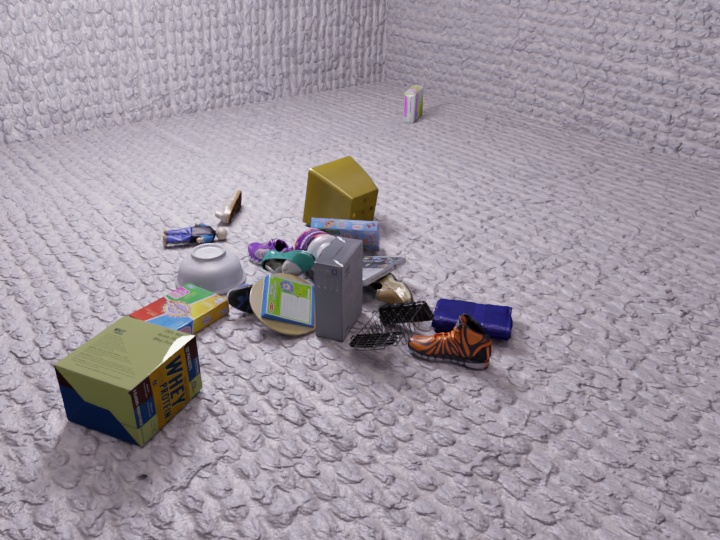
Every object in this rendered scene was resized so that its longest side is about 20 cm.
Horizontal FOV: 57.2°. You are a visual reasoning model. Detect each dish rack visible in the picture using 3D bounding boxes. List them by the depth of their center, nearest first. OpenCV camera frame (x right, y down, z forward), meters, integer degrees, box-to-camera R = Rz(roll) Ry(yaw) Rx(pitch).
[{"bbox_3d":[0.070,0.138,1.556,0.151,0.055,0.200,-10,23,37],"label":"dish rack"}]

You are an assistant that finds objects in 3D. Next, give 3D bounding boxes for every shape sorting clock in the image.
[{"bbox_3d":[-0.183,0.084,1.661,0.196,0.040,0.202,17,41,-15],"label":"shape sorting clock"}]

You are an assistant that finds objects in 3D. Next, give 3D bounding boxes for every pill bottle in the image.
[{"bbox_3d":[-0.111,-0.050,1.847,0.110,0.115,0.200,-10,14,-20],"label":"pill bottle"}]

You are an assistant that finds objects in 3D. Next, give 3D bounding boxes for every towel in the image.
[{"bbox_3d":[0.280,0.124,1.647,0.196,0.051,0.148,7,21,13],"label":"towel"}]

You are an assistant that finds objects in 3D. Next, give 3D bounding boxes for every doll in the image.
[{"bbox_3d":[-0.518,-0.116,2.074,0.196,0.049,0.137,-5,29,-10],"label":"doll"}]

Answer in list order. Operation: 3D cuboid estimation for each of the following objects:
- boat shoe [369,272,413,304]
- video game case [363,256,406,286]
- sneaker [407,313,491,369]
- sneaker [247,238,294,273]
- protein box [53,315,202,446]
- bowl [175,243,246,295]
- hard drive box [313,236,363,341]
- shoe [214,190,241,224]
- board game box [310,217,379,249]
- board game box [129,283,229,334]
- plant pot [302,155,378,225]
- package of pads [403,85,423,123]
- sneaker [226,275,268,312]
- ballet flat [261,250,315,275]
[{"bbox_3d":[0.076,0.064,1.733,0.075,0.073,0.200,-12,18,-16],"label":"boat shoe"},{"bbox_3d":[0.000,0.000,1.836,0.198,0.024,0.181,1,21,44],"label":"video game case"},{"bbox_3d":[0.206,0.149,1.516,0.196,0.114,0.078,8,27,15],"label":"sneaker"},{"bbox_3d":[-0.255,-0.058,1.928,0.198,0.090,0.080,22,35,37],"label":"sneaker"},{"bbox_3d":[-0.464,0.217,1.341,0.195,0.137,0.200,11,30,21],"label":"protein box"},{"bbox_3d":[-0.420,-0.015,1.838,0.196,0.092,0.202,0,27,0],"label":"bowl"},{"bbox_3d":[-0.051,0.043,1.617,0.075,0.204,0.156,9,27,16],"label":"hard drive box"},{"bbox_3d":[-0.448,-0.225,2.260,0.052,0.071,0.201,10,30,0],"label":"shoe"},{"bbox_3d":[-0.042,-0.110,1.989,0.195,0.152,0.037,3,71,5],"label":"board game box"},{"bbox_3d":[-0.451,0.108,1.654,0.151,0.041,0.199,17,32,29],"label":"board game box"},{"bbox_3d":[-0.053,-0.230,2.171,0.175,0.203,0.198,35,41,30],"label":"plant pot"},{"bbox_3d":[0.273,-0.866,3.421,0.067,0.157,0.200,9,28,16],"label":"package of pads"},{"bbox_3d":[-0.266,0.059,1.733,0.197,0.077,0.076,-9,21,-39],"label":"sneaker"},{"bbox_3d":[-0.200,-0.014,1.788,0.198,0.068,0.071,4,52,46],"label":"ballet flat"}]
